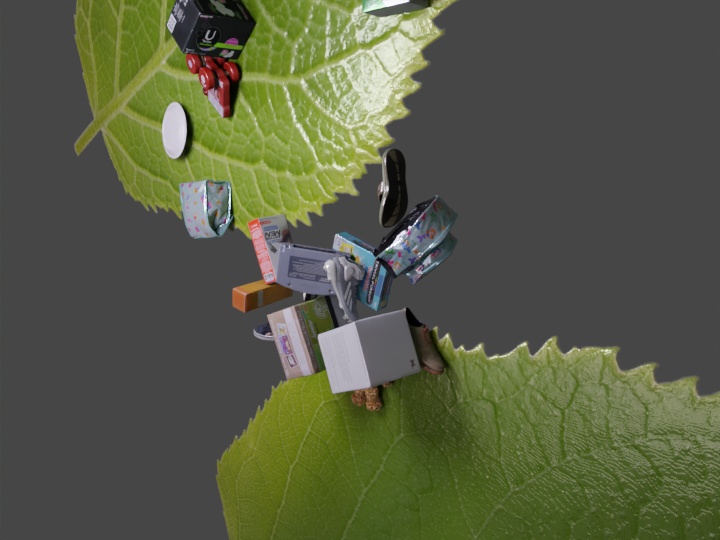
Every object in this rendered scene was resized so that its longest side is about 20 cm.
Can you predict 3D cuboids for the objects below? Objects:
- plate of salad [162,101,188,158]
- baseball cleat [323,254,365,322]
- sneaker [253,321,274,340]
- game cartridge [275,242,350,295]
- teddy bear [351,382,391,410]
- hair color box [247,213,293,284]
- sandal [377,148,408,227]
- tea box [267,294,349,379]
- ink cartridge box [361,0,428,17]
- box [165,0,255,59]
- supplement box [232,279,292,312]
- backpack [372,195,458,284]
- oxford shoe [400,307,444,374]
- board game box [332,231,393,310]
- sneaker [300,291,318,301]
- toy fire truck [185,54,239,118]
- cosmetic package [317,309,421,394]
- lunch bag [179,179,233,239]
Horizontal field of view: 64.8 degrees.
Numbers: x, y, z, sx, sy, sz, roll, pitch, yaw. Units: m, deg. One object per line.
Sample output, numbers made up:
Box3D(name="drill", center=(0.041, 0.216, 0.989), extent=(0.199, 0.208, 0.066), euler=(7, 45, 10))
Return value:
Box3D(name="plate of salad", center=(-0.670, -0.508, 2.065), extent=(0.200, 0.048, 0.201), euler=(5, 96, 48))
Box3D(name="baseball cleat", center=(-0.025, 0.051, 1.553), extent=(0.106, 0.070, 0.201), euler=(-23, 115, 4))
Box3D(name="sneaker", center=(-0.268, 0.188, 1.863), extent=(0.199, 0.078, 0.080), euler=(7, 110, 29))
Box3D(name="game cartridge", center=(-0.134, 0.000, 1.589), extent=(0.199, 0.042, 0.134), euler=(9, 117, -2))
Box3D(name="teddy bear", center=(0.018, 0.317, 1.647), extent=(0.145, 0.067, 0.201), euler=(34, 121, 26))
Box3D(name="hair color box", center=(-0.267, -0.068, 1.774), extent=(0.064, 0.111, 0.201), euler=(-15, 91, 43))
Box3D(name="sandal", center=(0.079, -0.211, 1.465), extent=(0.057, 0.079, 0.202), euler=(15, 105, 56))
Box3D(name="tea box", center=(-0.138, 0.190, 1.666), extent=(0.133, 0.196, 0.201), euler=(-20, 88, 42))
Box3D(name="ink cartridge box", center=(0.078, -0.714, 1.324), extent=(0.146, 0.083, 0.201), euler=(7, 105, 40))
Box3D(name="box", center=(-0.450, -0.740, 1.706), extent=(0.149, 0.200, 0.125), euler=(-46, 69, 39))
Box3D(name="supplement box", center=(-0.303, 0.069, 1.780), extent=(0.066, 0.200, 0.069), euler=(20, 117, 36))
Box3D(name="backpack", center=(0.148, -0.077, 1.364), extent=(0.150, 0.178, 0.200), euler=(40, 122, 0))
Box3D(name="oxford shoe", center=(0.157, 0.184, 1.489), extent=(0.200, 0.070, 0.075), euler=(48, 125, 22))
Box3D(name="board game box", center=(0.000, 0.000, 1.597), extent=(0.200, 0.047, 0.152), euler=(29, 119, 33))
Box3D(name="sneaker", center=(-0.164, 0.000, 1.701), extent=(0.116, 0.075, 0.201), euler=(54, 149, 21))
Box3D(name="toy fire truck", center=(-0.482, -0.615, 1.841), extent=(0.200, 0.112, 0.168), euler=(50, 147, 22))
Box3D(name="cosmetic package", center=(0.020, 0.215, 1.482), extent=(0.200, 0.167, 0.167), euler=(-26, 76, 55))
Box3D(name="lunch bag", center=(-0.535, -0.209, 1.972), extent=(0.170, 0.122, 0.201), euler=(1, 96, 41))
